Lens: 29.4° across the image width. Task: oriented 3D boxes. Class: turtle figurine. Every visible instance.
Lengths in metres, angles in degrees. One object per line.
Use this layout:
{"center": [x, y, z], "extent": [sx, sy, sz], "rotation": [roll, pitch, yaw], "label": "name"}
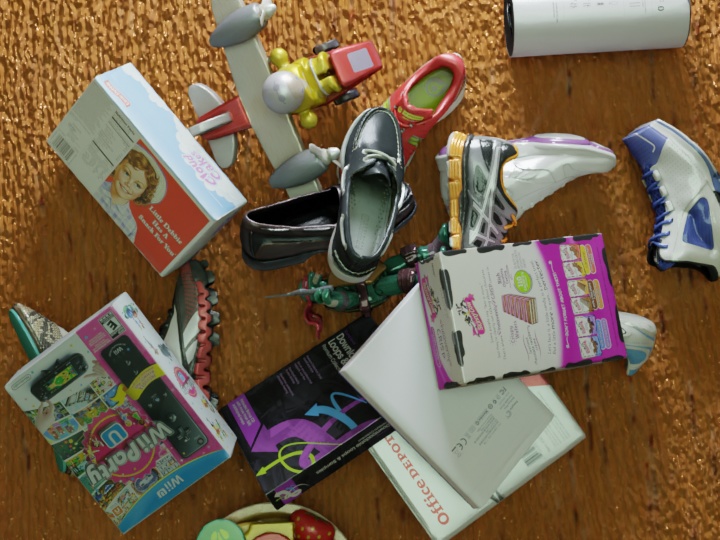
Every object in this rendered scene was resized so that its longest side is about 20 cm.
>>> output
{"center": [0.000, 0.000, 1.497], "extent": [0.199, 0.101, 0.150], "rotation": [-8, 45, 8], "label": "turtle figurine"}

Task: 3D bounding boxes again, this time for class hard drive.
{"center": [0.091, 0.127, 1.412], "extent": [0.200, 0.025, 0.132], "rotation": [46, 68, -7], "label": "hard drive"}

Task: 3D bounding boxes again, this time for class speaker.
{"center": [0.260, -0.283, 1.527], "extent": [0.199, 0.081, 0.082], "rotation": [-4, 87, -2], "label": "speaker"}

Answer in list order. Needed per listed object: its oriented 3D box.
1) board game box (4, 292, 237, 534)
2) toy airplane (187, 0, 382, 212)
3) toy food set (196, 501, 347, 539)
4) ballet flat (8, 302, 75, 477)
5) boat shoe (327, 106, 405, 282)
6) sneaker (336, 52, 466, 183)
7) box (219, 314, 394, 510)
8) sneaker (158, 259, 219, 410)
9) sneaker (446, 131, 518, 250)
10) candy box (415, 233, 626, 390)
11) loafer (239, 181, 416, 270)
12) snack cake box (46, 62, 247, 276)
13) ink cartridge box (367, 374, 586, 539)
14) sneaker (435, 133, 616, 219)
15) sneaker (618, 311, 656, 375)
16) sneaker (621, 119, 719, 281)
{"center": [-0.247, 0.149, 1.431], "extent": [0.147, 0.064, 0.200], "rotation": [-36, 99, 7], "label": "board game box"}
{"center": [-0.096, -0.187, 1.478], "extent": [0.199, 0.141, 0.200], "rotation": [23, 93, -5], "label": "toy airplane"}
{"center": [-0.094, 0.347, 1.454], "extent": [0.197, 0.049, 0.201], "rotation": [-3, 86, -3], "label": "toy food set"}
{"center": [-0.320, 0.123, 1.499], "extent": [0.075, 0.068, 0.201], "rotation": [-19, 93, -24], "label": "ballet flat"}
{"center": [0.014, -0.087, 1.415], "extent": [0.075, 0.060, 0.201], "rotation": [11, 68, -13], "label": "boat shoe"}
{"center": [0.043, -0.164, 1.510], "extent": [0.077, 0.085, 0.200], "rotation": [37, 86, 2], "label": "sneaker"}
{"center": [-0.039, 0.146, 1.472], "extent": [0.200, 0.036, 0.143], "rotation": [-33, 44, -5], "label": "box"}
{"center": [-0.201, 0.087, 1.494], "extent": [0.097, 0.071, 0.202], "rotation": [2, 88, -4], "label": "sneaker"}
{"center": [0.132, -0.048, 1.466], "extent": [0.077, 0.078, 0.201], "rotation": [-2, 104, 5], "label": "sneaker"}
{"center": [0.166, 0.041, 1.414], "extent": [0.199, 0.061, 0.137], "rotation": [-6, 81, -26], "label": "candy box"}
{"center": [-0.033, -0.058, 1.450], "extent": [0.199, 0.063, 0.072], "rotation": [-19, 45, -13], "label": "loafer"}
{"center": [-0.231, -0.108, 1.479], "extent": [0.200, 0.067, 0.115], "rotation": [50, 126, 2], "label": "snack cake box"}
{"center": [0.119, 0.179, 1.494], "extent": [0.200, 0.083, 0.147], "rotation": [-35, 88, -4], "label": "ink cartridge box"}
{"center": [0.185, -0.101, 1.528], "extent": [0.199, 0.075, 0.100], "rotation": [-5, 100, 2], "label": "sneaker"}
{"center": [0.226, 0.058, 1.513], "extent": [0.199, 0.072, 0.073], "rotation": [20, 94, 3], "label": "sneaker"}
{"center": [0.350, -0.064, 1.517], "extent": [0.115, 0.081, 0.200], "rotation": [-42, 90, -6], "label": "sneaker"}
